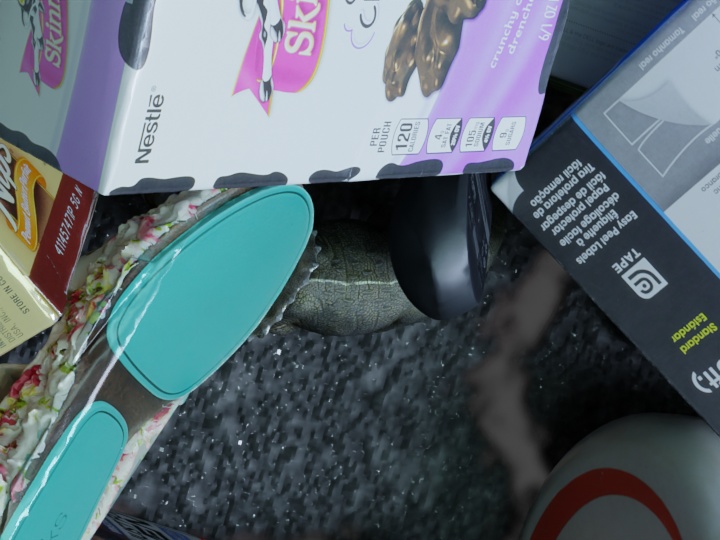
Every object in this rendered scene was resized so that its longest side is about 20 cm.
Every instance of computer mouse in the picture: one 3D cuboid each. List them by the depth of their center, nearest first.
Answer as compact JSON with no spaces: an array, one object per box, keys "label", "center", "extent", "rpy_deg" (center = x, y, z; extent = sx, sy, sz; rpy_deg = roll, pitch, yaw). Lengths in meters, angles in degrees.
[{"label":"computer mouse","center":[0.035,-0.058,0.814],"extent":[0.034,0.200,0.059],"rpy_deg":[-3,131,12]}]

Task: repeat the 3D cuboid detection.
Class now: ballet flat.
[{"label":"ballet flat","center":[-0.096,0.035,0.718],"extent":[0.200,0.064,0.076],"rpy_deg":[-53,143,-19]}]

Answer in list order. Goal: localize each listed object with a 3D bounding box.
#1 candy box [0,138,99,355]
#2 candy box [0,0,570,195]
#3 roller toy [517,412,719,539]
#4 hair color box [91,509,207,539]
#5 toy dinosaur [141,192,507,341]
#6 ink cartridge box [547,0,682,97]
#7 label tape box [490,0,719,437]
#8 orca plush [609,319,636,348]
[{"label":"candy box","center":[-0.185,0.018,0.710],"extent":[0.200,0.116,0.055],"rpy_deg":[-31,112,17]},{"label":"candy box","center":[-0.012,-0.116,0.657],"extent":[0.200,0.071,0.168],"rpy_deg":[-7,118,-48]},{"label":"roller toy","center":[0.160,0.156,0.880],"extent":[0.139,0.200,0.183],"rpy_deg":[7,93,-26]},{"label":"hair color box","center":[-0.124,0.121,0.801],"extent":[0.199,0.111,0.064],"rpy_deg":[20,91,-25]},{"label":"toy dinosaur","center":[0.000,0.000,0.834],"extent":[0.199,0.102,0.077],"rpy_deg":[2,99,-22]},{"label":"ink cartridge box","center":[0.144,-0.157,0.846],"extent":[0.059,0.103,0.201],"rpy_deg":[12,100,-68]},{"label":"label tape box","center":[0.169,-0.010,0.774],"extent":[0.200,0.144,0.063],"rpy_deg":[47,35,1]},{"label":"orca plush","center":[0.157,-0.060,0.904],"extent":[0.105,0.071,0.201],"rpy_deg":[24,90,-25]}]
